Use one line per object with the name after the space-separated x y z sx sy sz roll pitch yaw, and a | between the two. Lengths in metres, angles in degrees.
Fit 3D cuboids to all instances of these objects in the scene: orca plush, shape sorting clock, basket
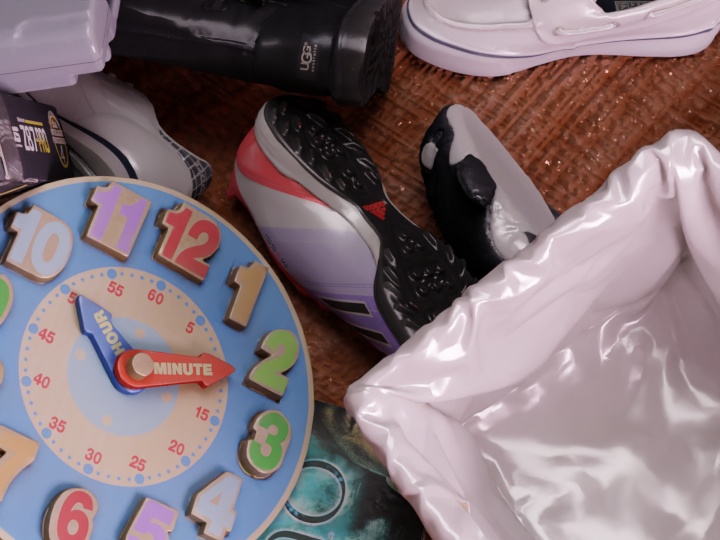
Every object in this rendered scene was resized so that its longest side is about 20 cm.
0.080 0.005 1.093 0.200 0.071 0.105 52 20 14 | orca plush
-0.111 0.050 0.965 0.199 0.039 0.202 12 65 -26 | shape sorting clock
0.132 0.080 0.916 0.200 0.161 0.199 -38 78 1 | basket

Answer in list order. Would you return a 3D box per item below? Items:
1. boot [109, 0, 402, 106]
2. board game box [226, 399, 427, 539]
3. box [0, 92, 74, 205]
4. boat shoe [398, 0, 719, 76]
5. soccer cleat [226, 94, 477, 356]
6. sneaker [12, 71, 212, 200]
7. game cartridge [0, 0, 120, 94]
-0.082 -0.141 1.125 0.198 0.066 0.165 9 11 7 | boot
-0.042 0.152 0.983 0.134 0.028 0.201 15 56 5 | board game box
-0.250 -0.035 0.981 0.198 0.161 0.049 -16 92 4 | box
0.121 -0.164 1.193 0.198 0.066 0.074 -8 57 -12 | boat shoe
0.000 0.000 1.070 0.068 0.073 0.200 -16 61 -45 | soccer cleat
-0.170 -0.090 1.118 0.200 0.077 0.080 44 44 21 | sneaker
-0.184 -0.170 1.044 0.132 0.042 0.201 -5 51 8 | game cartridge
